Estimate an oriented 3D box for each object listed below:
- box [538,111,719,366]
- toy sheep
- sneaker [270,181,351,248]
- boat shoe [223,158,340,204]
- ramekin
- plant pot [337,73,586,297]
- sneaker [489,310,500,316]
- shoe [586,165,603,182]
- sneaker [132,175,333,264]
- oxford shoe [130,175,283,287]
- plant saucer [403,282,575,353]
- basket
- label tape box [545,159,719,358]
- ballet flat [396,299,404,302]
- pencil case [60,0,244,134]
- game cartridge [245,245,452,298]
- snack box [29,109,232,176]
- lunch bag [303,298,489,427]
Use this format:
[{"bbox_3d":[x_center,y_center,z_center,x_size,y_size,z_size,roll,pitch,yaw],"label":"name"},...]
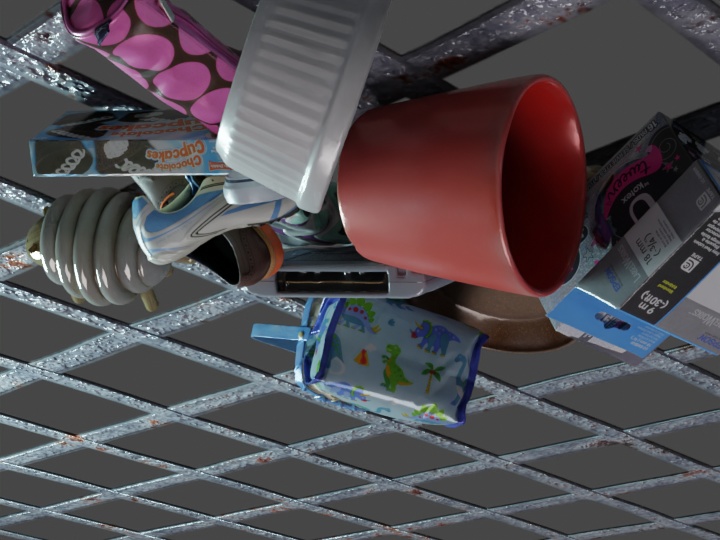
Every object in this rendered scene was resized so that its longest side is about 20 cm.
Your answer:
[{"bbox_3d":[0.270,-0.025,1.394,0.132,0.115,0.200,23,121,-39],"label":"box"},{"bbox_3d":[-0.263,-0.023,1.557,0.199,0.139,0.138,2,157,14],"label":"toy sheep"},{"bbox_3d":[-0.102,-0.065,1.499,0.139,0.078,0.200,-10,153,27],"label":"sneaker"},{"bbox_3d":[-0.069,-0.111,1.283,0.073,0.067,0.200,-3,-164,20],"label":"boat shoe"},{"bbox_3d":[-0.045,-0.153,1.150,0.094,0.203,0.203,19,156,-3],"label":"ramekin"},{"bbox_3d":[0.088,-0.078,1.327,0.176,0.202,0.200,3,160,30],"label":"plant pot"},{"bbox_3d":[0.204,0.015,1.647,0.088,0.075,0.200,18,153,-27],"label":"sneaker"},{"bbox_3d":[0.262,-0.068,1.485,0.199,0.053,0.070,23,107,-43],"label":"shoe"},{"bbox_3d":[-0.115,-0.071,1.351,0.199,0.073,0.072,-24,-164,-21],"label":"sneaker"},{"bbox_3d":[-0.164,-0.062,1.418,0.200,0.072,0.071,40,123,11],"label":"oxford shoe"},{"bbox_3d":[0.143,0.026,1.567,0.199,0.037,0.201,12,152,7],"label":"plant saucer"},{"bbox_3d":[-0.013,0.098,1.795,0.176,0.140,0.199,20,163,-41],"label":"basket"},{"bbox_3d":[0.286,0.014,1.309,0.144,0.063,0.200,22,121,-35],"label":"label tape box"},{"bbox_3d":[0.071,0.027,1.710,0.074,0.075,0.200,-15,151,37],"label":"ballet flat"},{"bbox_3d":[-0.153,-0.185,1.219,0.093,0.091,0.200,-18,152,28],"label":"pencil case"},{"bbox_3d":[0.000,0.000,1.471,0.199,0.042,0.133,0,-175,27],"label":"game cartridge"},{"bbox_3d":[-0.190,-0.119,1.355,0.199,0.037,0.116,0,-160,7],"label":"snack box"},{"bbox_3d":[0.030,0.095,1.581,0.169,0.128,0.200,18,169,-5],"label":"lunch bag"}]
